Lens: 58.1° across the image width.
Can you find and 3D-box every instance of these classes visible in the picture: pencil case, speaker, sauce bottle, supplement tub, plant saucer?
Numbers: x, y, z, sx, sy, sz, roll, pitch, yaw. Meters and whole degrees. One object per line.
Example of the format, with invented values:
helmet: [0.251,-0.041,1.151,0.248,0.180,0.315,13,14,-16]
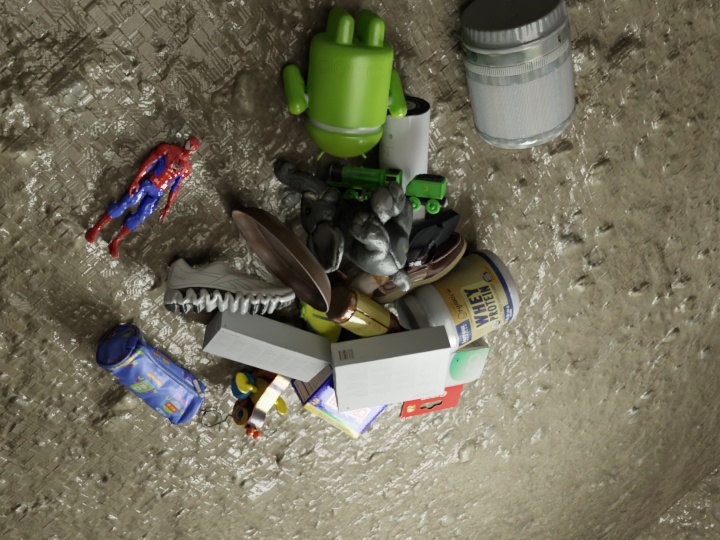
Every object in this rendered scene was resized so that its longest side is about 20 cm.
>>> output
pencil case: [-0.323,0.167,1.022,0.085,0.079,0.201,-16,135,19]
speaker: [0.067,-0.163,1.023,0.080,0.081,0.203,-15,127,-20]
sauce bottle: [0.023,0.090,1.095,0.066,0.066,0.199,-48,132,8]
supplement tub: [0.177,0.064,1.197,0.197,0.145,0.146,-26,130,-12]
plant saucer: [-0.109,-0.021,0.948,0.032,0.199,0.201,-45,133,-16]

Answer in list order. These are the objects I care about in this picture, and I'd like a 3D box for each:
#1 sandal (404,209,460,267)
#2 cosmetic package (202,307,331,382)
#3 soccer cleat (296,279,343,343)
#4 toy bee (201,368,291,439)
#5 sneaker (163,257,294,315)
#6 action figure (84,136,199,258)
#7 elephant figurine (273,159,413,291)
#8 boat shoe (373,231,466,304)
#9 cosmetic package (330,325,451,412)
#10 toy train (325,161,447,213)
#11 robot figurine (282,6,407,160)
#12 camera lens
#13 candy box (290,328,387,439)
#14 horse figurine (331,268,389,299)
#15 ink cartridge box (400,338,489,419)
sandal: [0.114,-0.048,1.062,0.199,0.043,0.077,-34,153,-42]
cosmetic package: [-0.152,0.122,1.068,0.197,0.051,0.082,22,139,-26]
soccer cleat: [-0.065,0.071,1.105,0.082,0.065,0.202,-11,138,-7]
toy bee: [-0.180,0.237,1.135,0.129,0.109,0.202,14,113,-37]
sneaker: [-0.195,0.022,0.980,0.196,0.083,0.075,4,160,-18]
action figure: [-0.288,-0.105,0.882,0.200,0.052,0.065,-48,127,4]
elephant figurine: [-0.028,-0.068,0.955,0.141,0.196,0.159,28,69,-58]
boat shoe: [0.096,-0.018,1.147,0.197,0.073,0.073,-29,130,0]
cosmetic package: [0.050,0.171,1.110,0.195,0.052,0.153,-8,138,-7]
toy train: [0.037,-0.128,0.985,0.196,0.042,0.058,9,117,15]
robot figurine: [-0.017,-0.249,0.890,0.172,0.116,0.204,-4,121,-19]
camera lens: [0.238,-0.299,0.975,0.158,0.160,0.202,-29,131,-9]
candy box: [-0.005,0.199,1.229,0.200,0.077,0.169,-46,130,6]
horse figurine: [0.000,0.000,1.081,0.131,0.050,0.200,32,122,-14]
ink cartridge box: [0.178,0.241,1.383,0.158,0.050,0.204,-6,121,-27]
